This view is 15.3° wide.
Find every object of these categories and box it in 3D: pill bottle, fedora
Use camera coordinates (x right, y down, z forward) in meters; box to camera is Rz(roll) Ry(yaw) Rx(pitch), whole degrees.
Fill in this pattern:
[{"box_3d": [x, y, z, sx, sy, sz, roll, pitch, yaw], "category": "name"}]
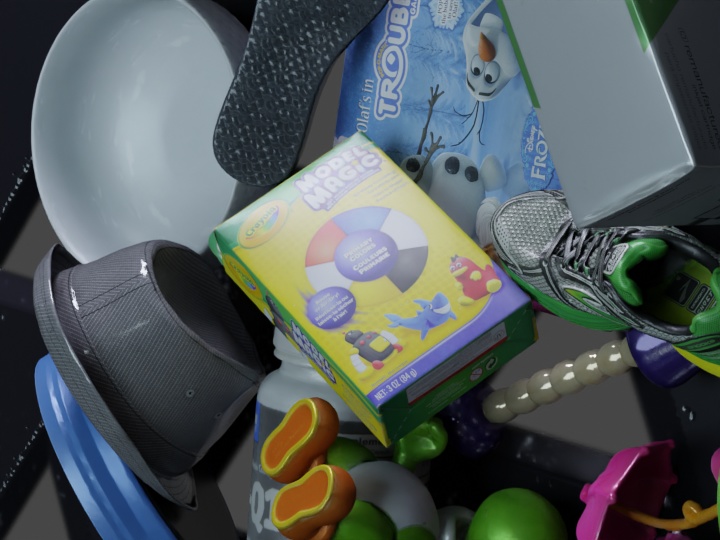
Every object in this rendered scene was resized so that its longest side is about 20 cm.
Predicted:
[{"box_3d": [-0.012, 0.122, 1.670, 0.113, 0.113, 0.202, 10, 99, 40], "category": "pill bottle"}, {"box_3d": [-0.120, 0.050, 1.677, 0.090, 0.200, 0.177, -29, 49, 10], "category": "fedora"}]

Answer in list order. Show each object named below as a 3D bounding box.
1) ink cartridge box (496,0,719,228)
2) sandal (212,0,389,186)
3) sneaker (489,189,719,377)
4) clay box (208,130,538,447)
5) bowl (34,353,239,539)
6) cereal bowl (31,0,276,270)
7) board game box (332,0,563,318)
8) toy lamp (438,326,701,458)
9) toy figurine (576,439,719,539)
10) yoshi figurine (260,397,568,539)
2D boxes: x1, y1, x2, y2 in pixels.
[{"box_3d": [0.175, -0.104, 1.442, 0.084, 0.199, 0.147, -27, 76, 35], "category": "ink cartridge box"}, {"box_3d": [-0.035, -0.149, 1.652, 0.076, 0.043, 0.201, 30, 107, 1], "category": "sandal"}, {"box_3d": [0.150, -0.006, 1.490, 0.199, 0.085, 0.078, 21, 82, 39], "category": "sneaker"}, {"box_3d": [0.000, 0.000, 1.590, 0.200, 0.115, 0.048, 46, 163, 33], "category": "clay box"}, {"box_3d": [-0.139, 0.133, 1.735, 0.039, 0.201, 0.201, -31, 70, 8], "category": "bowl"}, {"box_3d": [-0.123, -0.089, 1.772, 0.199, 0.083, 0.202, 3, 95, 40], "category": "cereal bowl"}, {"box_3d": [0.071, -0.090, 1.632, 0.198, 0.043, 0.202, 15, 102, 40], "category": "board game box"}, {"box_3d": [0.134, 0.058, 1.580, 0.199, 0.058, 0.059, -24, 78, 41], "category": "toy lamp"}, {"box_3d": [0.206, 0.160, 1.502, 0.184, 0.150, 0.201, -12, 110, 54], "category": "toy figurine"}, {"box_3d": [0.045, 0.143, 1.580, 0.112, 0.199, 0.113, 8, 72, 55], "category": "yoshi figurine"}]
